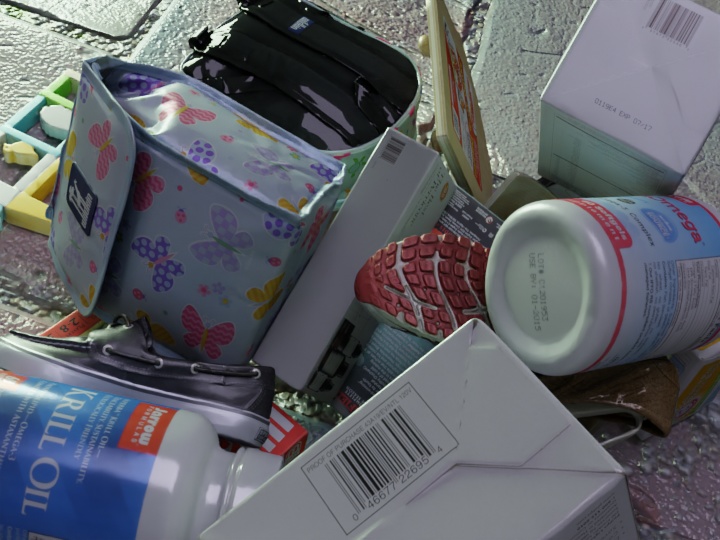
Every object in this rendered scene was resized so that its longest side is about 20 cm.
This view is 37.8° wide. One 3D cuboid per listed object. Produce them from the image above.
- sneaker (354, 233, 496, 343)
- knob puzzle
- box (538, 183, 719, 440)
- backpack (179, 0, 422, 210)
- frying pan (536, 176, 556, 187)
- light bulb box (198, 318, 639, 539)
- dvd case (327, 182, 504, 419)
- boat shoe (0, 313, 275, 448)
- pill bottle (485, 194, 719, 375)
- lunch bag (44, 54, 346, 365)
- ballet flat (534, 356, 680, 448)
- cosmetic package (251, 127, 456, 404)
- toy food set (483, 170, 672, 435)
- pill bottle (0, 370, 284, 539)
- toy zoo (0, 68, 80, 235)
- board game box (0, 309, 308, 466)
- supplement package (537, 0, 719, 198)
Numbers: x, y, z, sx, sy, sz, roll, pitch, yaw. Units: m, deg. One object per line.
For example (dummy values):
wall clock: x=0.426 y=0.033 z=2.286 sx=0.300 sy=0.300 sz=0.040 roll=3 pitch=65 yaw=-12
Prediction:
sneaker: x=0.081 y=0.033 z=0.746 sx=0.198 sy=0.082 sz=0.079 roll=13 pitch=60 yaw=-29
knob puzzle: x=0.087 y=-0.137 z=0.973 sx=0.030 sy=0.221 sz=0.222 roll=-11 pitch=46 yaw=16
box: x=0.230 y=0.024 z=0.901 sx=0.101 sy=0.113 sz=0.200 roll=-18 pitch=55 yaw=-33
backpack: x=-0.047 y=-0.145 z=0.957 sx=0.198 sy=0.152 sz=0.178 roll=25 pitch=53 yaw=20
frying pan: x=0.180 y=-0.082 z=0.970 sx=0.189 sy=0.115 sz=0.031 roll=-33 pitch=93 yaw=-1
light bulb box: x=0.048 y=0.170 z=0.602 sx=0.197 sy=0.201 sz=0.125 roll=-37 pitch=54 yaw=-6
dvd case: x=0.031 y=0.023 z=0.840 sx=0.146 sy=0.022 sz=0.201 roll=39 pitch=87 yaw=21
boat shoe: x=-0.152 y=0.065 z=0.719 sx=0.197 sy=0.070 sz=0.067 roll=15 pitch=77 yaw=4
pill bottle: x=0.187 y=0.005 z=0.707 sx=0.198 sy=0.109 sz=0.109 roll=-5 pitch=49 yaw=-38
lunch bag: x=-0.136 y=-0.037 z=0.764 sx=0.199 sy=0.171 sz=0.127 roll=32 pitch=32 yaw=7
ballet flat: x=0.129 y=0.101 z=0.751 sx=0.197 sy=0.068 sz=0.073 roll=-3 pitch=71 yaw=4
cosmetic package: x=0.000 y=0.000 z=0.801 sx=0.050 sy=0.083 sz=0.201 roll=29 pitch=85 yaw=18
toy food set: x=0.144 y=0.037 z=0.842 sx=0.060 sy=0.144 sz=0.201 roll=4 pitch=40 yaw=-52
pill bottle: x=-0.151 y=0.134 z=0.649 sx=0.197 sy=0.113 sz=0.113 roll=11 pitch=47 yaw=0
toy zoo: x=-0.269 y=-0.099 z=0.949 sx=0.130 sy=0.021 sz=0.201 roll=25 pitch=49 yaw=8
board game box: x=-0.161 y=0.113 z=0.772 sx=0.199 sy=0.047 sz=0.151 roll=37 pitch=51 yaw=18
supplement package: x=0.206 y=-0.118 z=0.792 sx=0.113 sy=0.200 sz=0.110 roll=30 pitch=86 yaw=12
